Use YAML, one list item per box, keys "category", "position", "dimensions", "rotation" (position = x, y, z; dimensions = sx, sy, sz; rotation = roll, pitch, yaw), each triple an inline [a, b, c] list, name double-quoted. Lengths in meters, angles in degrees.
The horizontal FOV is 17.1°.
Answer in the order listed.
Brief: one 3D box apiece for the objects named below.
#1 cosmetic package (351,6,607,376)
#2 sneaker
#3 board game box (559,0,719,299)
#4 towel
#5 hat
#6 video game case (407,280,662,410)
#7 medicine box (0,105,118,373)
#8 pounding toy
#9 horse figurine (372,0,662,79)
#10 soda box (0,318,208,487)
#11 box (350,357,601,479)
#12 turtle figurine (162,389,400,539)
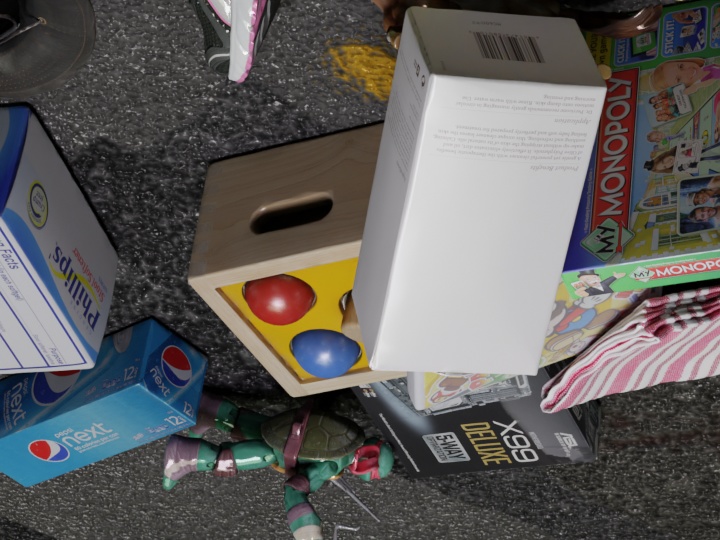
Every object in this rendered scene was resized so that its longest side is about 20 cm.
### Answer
- category: "cosmetic package"
  position: [0.065, -0.042, 1.391]
  dimensions: [0.107, 0.085, 0.201]
  rotation: [4, 124, -14]
- category: "sneaker"
  position: [-0.090, -0.205, 1.442]
  dimensions: [0.086, 0.081, 0.201]
  rotation: [15, 138, 10]
- category: "board game box"
  position: [0.193, -0.079, 1.437]
  dimensions: [0.134, 0.201, 0.029]
  rotation: [-8, 140, 22]
- category: "towel"
  position: [0.237, 0.051, 1.685]
  dimensions: [0.199, 0.030, 0.146]
  rotation: [-10, 159, -33]
- category: "hat"
  position: [-0.242, -0.192, 1.473]
  dimensions: [0.199, 0.081, 0.201]
  rotation: [11, 152, 6]
- category: "video game case"
  position: [0.116, 0.014, 1.570]
  dimensions: [0.181, 0.023, 0.200]
  rotation: [-19, 154, -8]
- category: "medicine box"
  position: [-0.300, -0.015, 1.712]
  dimensions: [0.199, 0.103, 0.183]
  rotation: [-4, 143, 16]
- category: "pounding toy"
  position: [0.000, 0.000, 1.639]
  dimensions: [0.199, 0.143, 0.184]
  rotation: [-12, 141, 25]
- category: "horse figurine"
  position: [0.077, -0.154, 1.453]
  dimensions: [0.199, 0.133, 0.050]
  rotation: [5, 106, -16]
- category: "soda box"
  position: [-0.216, 0.107, 1.902]
  dimensions: [0.199, 0.064, 0.068]
  rotation: [-22, 135, 36]
- category: "box"
  position: [0.079, 0.081, 1.818]
  dimensions: [0.157, 0.050, 0.200]
  rotation: [-6, 143, 21]
- category: "turtle figurine"
  position: [-0.047, 0.150, 1.881]
  dimensions: [0.199, 0.150, 0.101]
  rotation: [12, 108, 11]
